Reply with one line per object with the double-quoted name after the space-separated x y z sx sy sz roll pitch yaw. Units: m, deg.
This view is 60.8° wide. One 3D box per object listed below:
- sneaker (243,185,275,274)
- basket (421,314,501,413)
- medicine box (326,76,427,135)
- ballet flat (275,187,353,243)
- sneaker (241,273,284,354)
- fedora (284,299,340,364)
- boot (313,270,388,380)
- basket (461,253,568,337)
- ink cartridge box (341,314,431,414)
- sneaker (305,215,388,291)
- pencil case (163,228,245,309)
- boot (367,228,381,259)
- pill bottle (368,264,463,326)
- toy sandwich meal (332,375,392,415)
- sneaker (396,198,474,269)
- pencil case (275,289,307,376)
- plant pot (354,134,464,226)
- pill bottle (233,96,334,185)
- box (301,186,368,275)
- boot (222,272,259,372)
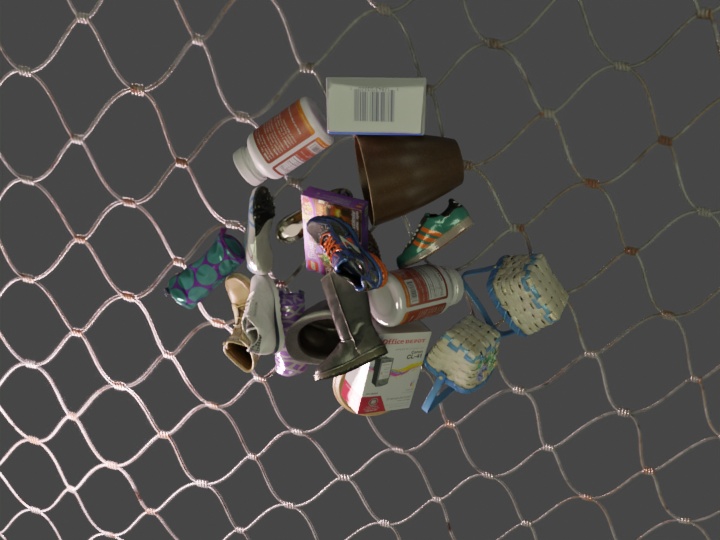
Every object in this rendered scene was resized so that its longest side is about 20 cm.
-0.234 -0.090 1.382 0.072 0.072 0.202 12 106 36 "sneaker"
0.216 0.213 1.362 0.139 0.176 0.201 38 130 21 "basket"
0.038 -0.319 1.189 0.181 0.200 0.104 2 105 6 "medicine box"
-0.105 -0.114 1.353 0.199 0.072 0.072 -28 104 15 "ballet flat"
-0.226 0.092 1.369 0.080 0.201 0.076 3 146 -30 "sneaker"
-0.070 0.127 1.385 0.198 0.091 0.178 -8 132 2 "fedora"
-0.045 0.107 1.261 0.181 0.073 0.201 -26 77 11 "boot"
0.332 0.059 1.328 0.199 0.139 0.177 -21 111 42 "basket"
0.055 0.204 1.346 0.147 0.086 0.201 1 115 -31 "ink cartridge box"
-0.034 -0.034 1.207 0.200 0.078 0.076 41 124 12 "sneaker"
-0.357 -0.001 1.417 0.200 0.085 0.093 -38 78 17 "pencil case"
0.000 0.000 1.381 0.106 0.075 0.201 -10 109 16 "boot"
0.122 0.047 1.307 0.112 0.199 0.113 14 109 49 "pill bottle"
0.021 0.257 1.476 0.203 0.070 0.207 -1 115 -3 "toy sandwich meal"
0.149 -0.079 1.340 0.200 0.071 0.080 -36 82 23 "sneaker"
-0.170 0.149 1.452 0.085 0.084 0.202 18 114 42 "pencil case"
0.102 -0.203 1.251 0.198 0.187 0.188 -13 108 -3 "plant pot"
-0.163 -0.264 1.283 0.199 0.112 0.113 -29 104 16 "pill bottle"
-0.052 -0.070 1.290 0.136 0.039 0.201 16 133 19 "box"
-0.273 0.117 1.409 0.072 0.156 0.201 -16 108 20 "boot"
